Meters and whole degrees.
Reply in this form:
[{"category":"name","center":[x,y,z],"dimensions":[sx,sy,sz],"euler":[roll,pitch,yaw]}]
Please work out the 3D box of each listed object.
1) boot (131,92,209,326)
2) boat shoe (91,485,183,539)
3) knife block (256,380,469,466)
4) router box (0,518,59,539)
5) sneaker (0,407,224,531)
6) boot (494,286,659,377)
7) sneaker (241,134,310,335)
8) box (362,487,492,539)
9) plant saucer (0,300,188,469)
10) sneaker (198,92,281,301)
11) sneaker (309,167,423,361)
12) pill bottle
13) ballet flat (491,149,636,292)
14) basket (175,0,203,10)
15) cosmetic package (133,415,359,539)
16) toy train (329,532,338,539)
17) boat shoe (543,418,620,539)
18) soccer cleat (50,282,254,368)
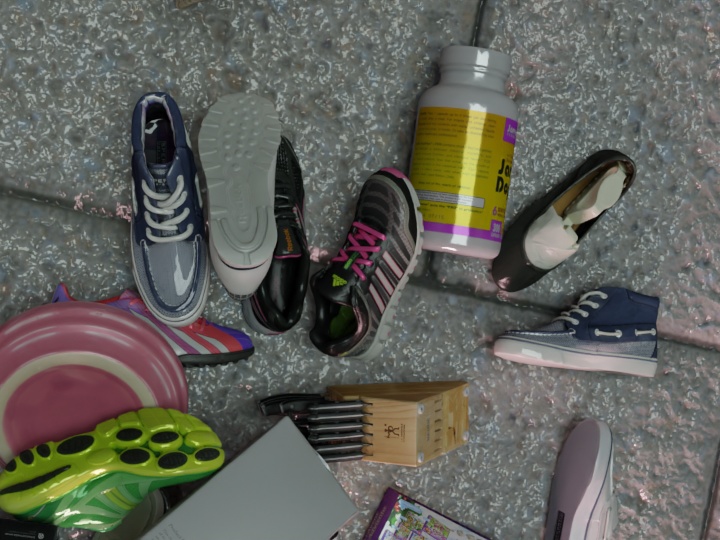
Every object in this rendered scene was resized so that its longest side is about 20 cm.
[{"category":"boot","center":[-0.179,-0.054,1.034],"dimensions":[0.072,0.090,0.203],"euler":[-9,78,-6]},{"category":"boat shoe","center":[-0.236,0.285,1.078],"dimensions":[0.072,0.060,0.202],"euler":[40,99,25]},{"category":"knife block","center":[0.000,0.150,1.161],"dimensions":[0.199,0.174,0.065],"euler":[-7,99,-62]},{"category":"router box","center":[-0.370,0.252,0.990],"dimensions":[0.198,0.150,0.063],"euler":[12,65,-17]},{"category":"sneaker","center":[-0.216,0.179,1.009],"dimensions":[0.198,0.075,0.084],"euler":[-13,137,-1]},{"category":"boot","center":[0.232,0.059,1.224],"dimensions":[0.198,0.073,0.092],"euler":[9,83,-26]},{"category":"sneaker","center":[-0.077,-0.036,1.105],"dimensions":[0.079,0.086,0.203],"euler":[-9,95,-18]},{"category":"box","center":[0.084,0.333,1.200],"dimensions":[0.199,0.039,0.138],"euler":[30,83,-17]},{"category":"plant saucer","center":[-0.256,0.126,1.035],"dimensions":[0.198,0.051,0.203],"euler":[-4,118,-7]},{"category":"sneaker","center":[-0.111,-0.072,1.048],"dimensions":[0.075,0.081,0.202],"euler":[3,59,-4]},{"category":"sneaker","center":[0.000,0.000,1.103],"dimensions":[0.087,0.073,0.202],"euler":[-10,122,-51]},{"category":"pill bottle","center":[0.102,-0.117,1.147],"dimensions":[0.103,0.104,0.203],"euler":[8,91,-18]},{"category":"ballet flat","center":[0.217,-0.056,1.206],"dimensions":[0.068,0.068,0.200],"euler":[46,80,-15]},{"category":"basket","center":[-0.095,-0.350,1.027],"dimensions":[0.198,0.198,0.162],"euler":[-25,104,-15]},{"category":"cosmetic package","center":[-0.112,0.235,1.008],"dimensions":[0.199,0.081,0.113],"euler":[-35,88,-33]},{"category":"toy train","center":[-0.110,0.298,1.141],"dimensions":[0.198,0.034,0.046],"euler":[-26,111,-14]},{"category":"boat shoe","center":[0.246,0.259,1.238],"dimensions":[0.065,0.074,0.202],"euler":[10,100,-22]},{"category":"soccer cleat","center":[-0.196,0.054,1.084],"dimensions":[0.197,0.068,0.074],"euler":[3,88,-15]}]
